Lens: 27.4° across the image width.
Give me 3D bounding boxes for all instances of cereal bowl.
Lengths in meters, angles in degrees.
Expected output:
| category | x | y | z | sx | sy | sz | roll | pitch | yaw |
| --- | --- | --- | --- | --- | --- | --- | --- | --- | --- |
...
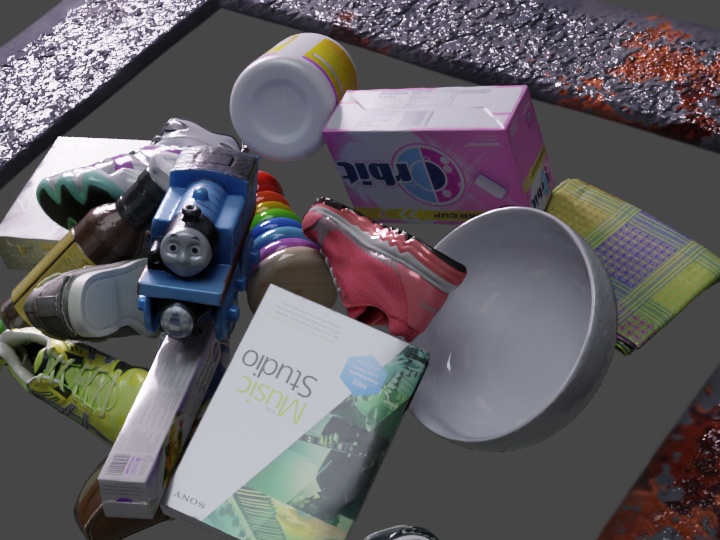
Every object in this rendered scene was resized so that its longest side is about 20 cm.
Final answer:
| category | x | y | z | sx | sy | sz | roll | pitch | yaw |
| --- | --- | --- | --- | --- | --- | --- | --- | --- | --- |
| cereal bowl | 0.126 | 0.054 | 1.197 | 0.199 | 0.083 | 0.201 | -21 | 57 | 34 |

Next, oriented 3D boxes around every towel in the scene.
| category | x | y | z | sx | sy | sz | roll | pitch | yaw |
| --- | --- | --- | --- | --- | --- | --- | --- | --- | --- |
| towel | 0.212 | -0.008 | 1.317 | 0.143 | 0.023 | 0.200 | -37 | 47 | -25 |

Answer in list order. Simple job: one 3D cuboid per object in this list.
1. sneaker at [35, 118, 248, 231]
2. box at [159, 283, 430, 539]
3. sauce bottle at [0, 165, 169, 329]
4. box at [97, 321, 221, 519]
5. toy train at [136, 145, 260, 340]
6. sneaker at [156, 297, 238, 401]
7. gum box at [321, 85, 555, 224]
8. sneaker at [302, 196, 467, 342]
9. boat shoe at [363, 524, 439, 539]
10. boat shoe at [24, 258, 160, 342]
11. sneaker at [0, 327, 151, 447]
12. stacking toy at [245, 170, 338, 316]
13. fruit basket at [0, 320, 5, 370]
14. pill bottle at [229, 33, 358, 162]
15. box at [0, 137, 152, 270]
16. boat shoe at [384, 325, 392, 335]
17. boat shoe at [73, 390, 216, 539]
| category | x | y | z | sx | sy | sz | roll | pitch | yaw |
| --- | --- | --- | --- | --- | --- | --- | --- | --- | --- |
| sneaker | -0.203 | -0.098 | 1.423 | 0.199 | 0.078 | 0.140 | 2 | 42 | 3 |
| box | -0.049 | 0.126 | 1.155 | 0.144 | 0.036 | 0.201 | 22 | 71 | 9 |
| sauce bottle | -0.243 | -0.013 | 1.348 | 0.200 | 0.065 | 0.065 | -43 | 39 | 16 |
| box | -0.154 | 0.113 | 1.159 | 0.041 | 0.039 | 0.200 | 3 | 35 | 10 |
| toy train | -0.133 | -0.024 | 1.225 | 0.086 | 0.115 | 0.200 | 6 | 26 | 3 |
| sneaker | -0.151 | 0.060 | 1.300 | 0.075 | 0.077 | 0.201 | -9 | 43 | 3 |
| gum box | 0.068 | -0.106 | 1.375 | 0.199 | 0.114 | 0.066 | 3 | 44 | 29 |
| sneaker | 0.000 | 0.000 | 1.234 | 0.200 | 0.074 | 0.087 | 26 | 88 | 53 |
| boat shoe | -0.026 | 0.250 | 1.071 | 0.199 | 0.076 | 0.060 | -25 | 5 | 2 |
| boat shoe | -0.222 | 0.027 | 1.296 | 0.060 | 0.073 | 0.202 | -3 | 0 | 17 |
| sneaker | -0.238 | 0.101 | 1.263 | 0.199 | 0.076 | 0.076 | 15 | 82 | 37 |
| stacking toy | -0.085 | -0.030 | 1.386 | 0.085 | 0.086 | 0.200 | -20 | 36 | -7 |
| fruit basket | -0.419 | 0.087 | 1.305 | 0.215 | 0.156 | 0.216 | -16 | 49 | 20 |
| pill bottle | -0.059 | -0.180 | 1.482 | 0.104 | 0.105 | 0.200 | -3 | 17 | 12 |
| box | -0.244 | -0.064 | 1.482 | 0.199 | 0.048 | 0.159 | 5 | 44 | 20 |
| boat shoe | 0.010 | -0.007 | 1.337 | 0.070 | 0.066 | 0.200 | -26 | 43 | -13 |
| boat shoe | -0.135 | 0.159 | 1.190 | 0.200 | 0.076 | 0.074 | -34 | 48 | -20 |
